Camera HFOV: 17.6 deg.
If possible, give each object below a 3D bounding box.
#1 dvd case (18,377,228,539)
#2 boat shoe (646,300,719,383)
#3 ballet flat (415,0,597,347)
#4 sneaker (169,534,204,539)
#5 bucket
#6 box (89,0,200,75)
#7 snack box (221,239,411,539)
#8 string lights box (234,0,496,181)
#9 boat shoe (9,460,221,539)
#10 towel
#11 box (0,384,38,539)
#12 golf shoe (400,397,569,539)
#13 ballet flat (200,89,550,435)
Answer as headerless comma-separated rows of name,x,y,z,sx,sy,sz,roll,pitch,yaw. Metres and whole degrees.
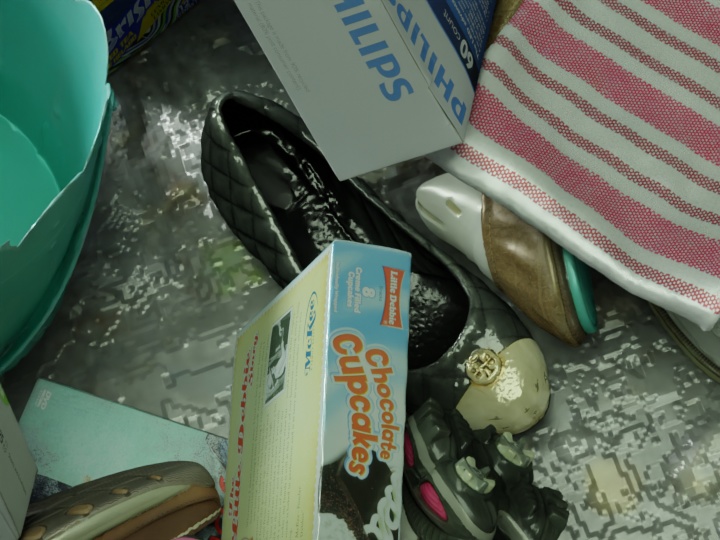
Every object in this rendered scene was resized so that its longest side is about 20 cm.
dvd case,-0.071,0.139,0.959,0.199,0.022,0.147,18,72,14
boat shoe,0.185,0.030,0.935,0.075,0.068,0.200,-41,68,-8
ballet flat,0.058,-0.055,0.993,0.072,0.068,0.201,-8,64,11
sneaker,-0.108,0.197,0.876,0.080,0.086,0.202,8,90,53
bucket,-0.205,-0.044,0.969,0.205,0.135,0.209,3,60,-5
box,-0.162,-0.183,1.081,0.070,0.064,0.200,-40,68,-7
snack box,-0.021,0.102,0.892,0.037,0.116,0.202,11,68,-19
string lights box,0.012,-0.141,0.954,0.059,0.103,0.201,-15,34,24
boat shoe,-0.139,0.145,0.927,0.199,0.076,0.072,-31,100,-13
towel,0.130,-0.082,0.957,0.146,0.030,0.200,31,60,14
box,-0.221,0.026,0.860,0.155,0.201,0.041,-2,44,13
golf shoe,0.045,0.137,0.857,0.088,0.077,0.200,-53,26,20
ballet flat,0.000,0.000,0.984,0.200,0.057,0.066,41,81,21
